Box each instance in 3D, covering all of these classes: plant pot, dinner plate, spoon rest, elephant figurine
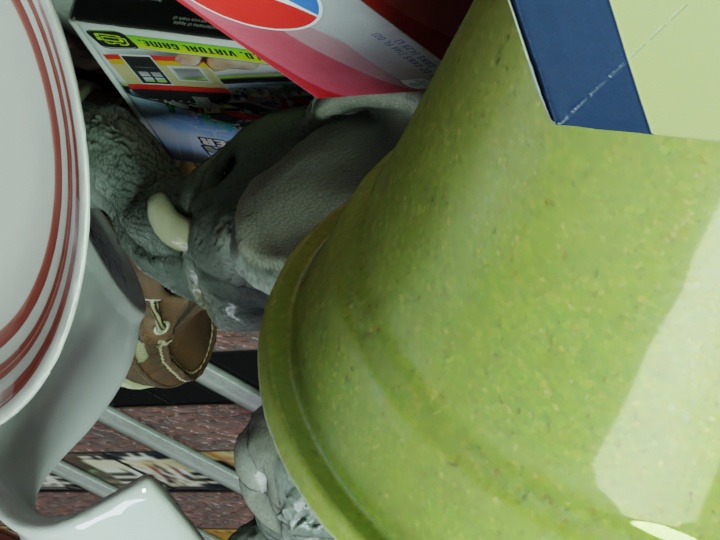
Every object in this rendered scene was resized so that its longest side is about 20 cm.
[{"bbox_3d":[0.092,-0.027,0.661,0.200,0.201,0.185,16,128,-3],"label":"plant pot"},{"bbox_3d":[-0.145,-0.045,0.858,0.200,0.201,0.024,-5,-174,45],"label":"dinner plate"},{"bbox_3d":[-0.100,0.032,0.894,0.060,0.200,0.099,-29,126,5],"label":"spoon rest"},{"bbox_3d":[0.000,0.000,0.842,0.155,0.201,0.142,-3,151,-18],"label":"elephant figurine"}]

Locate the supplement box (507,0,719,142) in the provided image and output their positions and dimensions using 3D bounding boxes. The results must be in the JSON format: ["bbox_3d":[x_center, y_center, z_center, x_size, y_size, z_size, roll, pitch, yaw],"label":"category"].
[{"bbox_3d":[0.120,-0.123,0.431,0.199,0.135,0.200,7,149,22],"label":"supplement box"}]

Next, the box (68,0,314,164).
[{"bbox_3d":[0.017,-0.060,0.881,0.199,0.035,0.110,8,160,18],"label":"box"}]

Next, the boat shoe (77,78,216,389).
[{"bbox_3d":[-0.075,-0.002,1.051,0.075,0.075,0.202,11,160,15],"label":"boat shoe"}]

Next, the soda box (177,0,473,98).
[{"bbox_3d":[-0.043,-0.117,0.709,0.063,0.070,0.200,-1,156,43],"label":"soda box"}]
